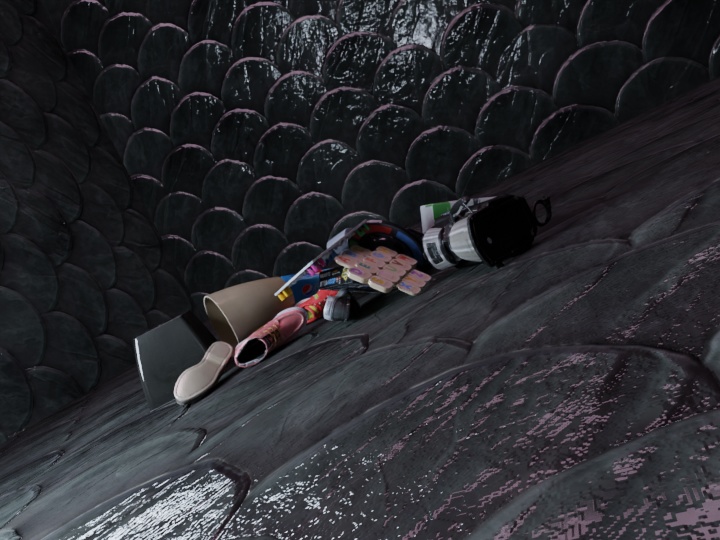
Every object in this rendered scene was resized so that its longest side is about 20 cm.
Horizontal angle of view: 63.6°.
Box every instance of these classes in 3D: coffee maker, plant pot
[{"bbox_3d":[0.247,-0.072,1.164,0.190,0.137,0.200,-3,-2,-21],"label":"coffee maker"},{"bbox_3d":[-0.278,0.105,1.532,0.199,0.189,0.187,-30,6,-27],"label":"plant pot"},{"bbox_3d":[-0.470,0.214,1.498,0.198,0.179,0.200,-26,4,-6],"label":"plant pot"}]

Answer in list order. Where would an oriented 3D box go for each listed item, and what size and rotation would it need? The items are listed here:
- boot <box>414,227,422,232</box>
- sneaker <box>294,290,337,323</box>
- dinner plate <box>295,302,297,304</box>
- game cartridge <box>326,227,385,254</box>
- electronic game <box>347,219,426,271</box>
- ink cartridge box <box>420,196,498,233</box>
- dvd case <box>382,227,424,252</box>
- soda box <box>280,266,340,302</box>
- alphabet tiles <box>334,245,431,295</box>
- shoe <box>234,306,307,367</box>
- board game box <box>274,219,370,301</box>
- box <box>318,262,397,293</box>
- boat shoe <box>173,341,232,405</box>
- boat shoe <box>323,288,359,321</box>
[{"bbox_3d":[0.113,-0.087,1.755,0.197,0.074,0.163,-32,-26,5],"label":"boot"},{"bbox_3d":[-0.103,0.092,1.515,0.199,0.077,0.085,-36,7,19],"label":"sneaker"},{"bbox_3d":[-0.197,0.094,1.682,0.197,0.025,0.200,-3,17,1],"label":"dinner plate"},{"bbox_3d":[0.019,-0.067,1.524,0.198,0.042,0.133,7,-13,-26],"label":"game cartridge"},{"bbox_3d":[0.063,-0.047,1.391,0.199,0.200,0.042,-20,36,46],"label":"electronic game"},{"bbox_3d":[0.264,-0.136,1.475,0.197,0.084,0.147,-7,4,-5],"label":"ink cartridge box"},{"bbox_3d":[0.128,-0.058,1.473,0.148,0.016,0.199,-17,-24,41],"label":"dvd case"},{"bbox_3d":[-0.127,0.041,1.684,0.197,0.069,0.064,-9,18,-20],"label":"soda box"},{"bbox_3d":[0.050,-0.006,1.244,0.194,0.015,0.200,23,25,16],"label":"alphabet tiles"},{"bbox_3d":[-0.208,0.159,1.363,0.199,0.072,0.091,-33,7,-6],"label":"shoe"},{"bbox_3d":[-0.086,-0.021,1.326,0.200,0.026,0.200,-40,2,-38],"label":"board game box"},{"bbox_3d":[0.009,0.020,1.362,0.157,0.047,0.200,4,-8,-25],"label":"box"},{"bbox_3d":[-0.354,0.241,1.313,0.200,0.071,0.060,-60,-9,-57],"label":"boat shoe"},{"bbox_3d":[-0.033,0.084,1.296,0.056,0.070,0.200,11,5,10],"label":"boat shoe"}]
